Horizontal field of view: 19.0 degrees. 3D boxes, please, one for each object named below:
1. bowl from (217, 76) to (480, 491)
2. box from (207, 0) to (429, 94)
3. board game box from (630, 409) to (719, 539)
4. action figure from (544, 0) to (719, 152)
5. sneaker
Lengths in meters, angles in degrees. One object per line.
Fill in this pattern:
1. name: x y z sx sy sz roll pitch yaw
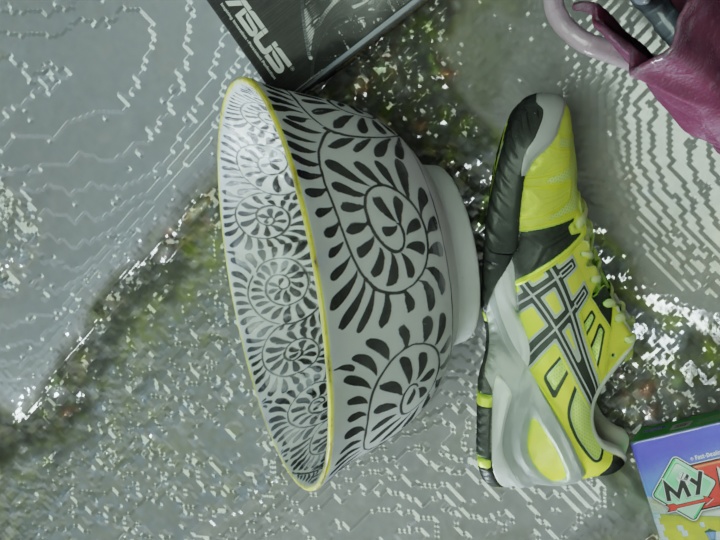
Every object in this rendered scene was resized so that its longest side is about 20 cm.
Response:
1. bowl: 0.000 0.000 1.040 0.094 0.201 0.201 -9 101 -14
2. box: -0.031 -0.207 1.050 0.158 0.048 0.200 -35 89 25
3. board game box: 0.245 0.120 1.034 0.200 0.029 0.135 -16 97 23
4. action figure: 0.177 -0.066 0.968 0.200 0.134 0.149 46 155 -23
5. sneaker: 0.097 0.010 1.049 0.076 0.075 0.200 2 111 7
